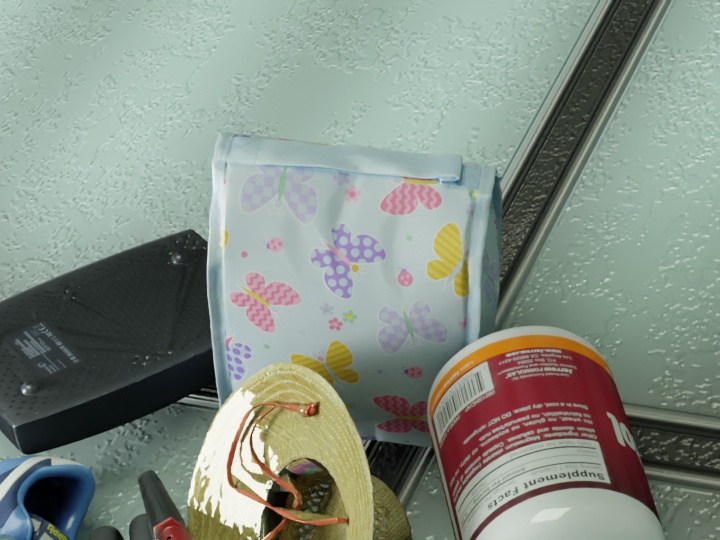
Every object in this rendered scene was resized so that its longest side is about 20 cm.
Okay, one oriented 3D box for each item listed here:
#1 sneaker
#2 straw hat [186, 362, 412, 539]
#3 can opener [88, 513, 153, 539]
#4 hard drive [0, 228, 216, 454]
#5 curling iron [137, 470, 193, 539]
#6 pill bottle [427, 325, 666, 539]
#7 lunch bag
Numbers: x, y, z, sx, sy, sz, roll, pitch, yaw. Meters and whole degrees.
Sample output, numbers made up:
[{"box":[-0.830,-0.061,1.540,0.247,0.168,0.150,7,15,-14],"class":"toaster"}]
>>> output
[{"box":[-0.218,0.185,1.502,0.082,0.074,0.200,-12,42,30],"class":"sneaker"},{"box":[-0.017,0.156,1.443,0.201,0.085,0.202,-21,63,49],"class":"straw hat"},{"box":[-0.133,0.211,1.453,0.053,0.067,0.200,-17,41,5],"class":"can opener"},{"box":[-0.161,0.047,1.628,0.200,0.042,0.135,-24,39,-26],"class":"hard drive"},{"box":[-0.117,0.158,1.459,0.049,0.026,0.200,2,21,-8],"class":"curling iron"},{"box":[0.106,0.135,1.401,0.113,0.113,0.200,-17,42,5],"class":"pill bottle"},{"box":[0.000,0.000,1.499,0.169,0.200,0.127,4,47,7],"class":"lunch bag"}]
